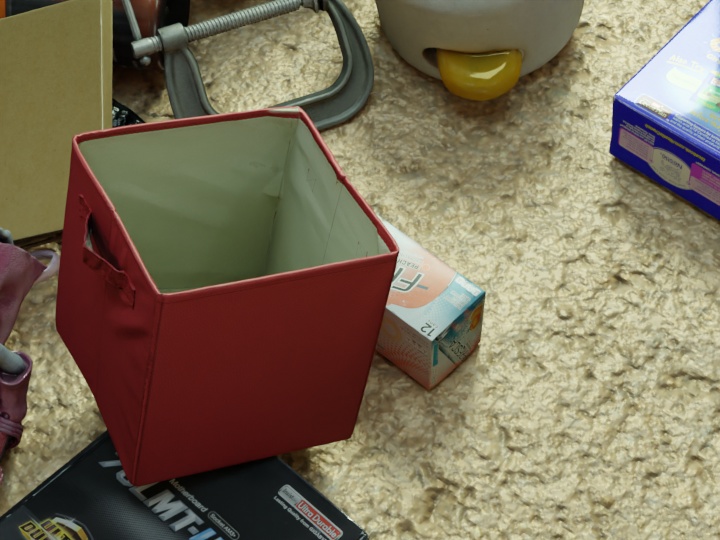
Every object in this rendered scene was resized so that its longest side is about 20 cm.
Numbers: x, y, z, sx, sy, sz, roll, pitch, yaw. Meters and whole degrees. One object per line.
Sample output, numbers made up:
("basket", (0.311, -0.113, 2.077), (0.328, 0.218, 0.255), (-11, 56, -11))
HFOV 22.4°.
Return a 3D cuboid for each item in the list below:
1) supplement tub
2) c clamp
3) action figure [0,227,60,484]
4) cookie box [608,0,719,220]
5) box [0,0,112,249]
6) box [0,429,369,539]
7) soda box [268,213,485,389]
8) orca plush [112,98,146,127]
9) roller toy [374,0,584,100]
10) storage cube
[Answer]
("supplement tub", (-0.251, -0.232, 1.536), (0.199, 0.107, 0.107), (9, 54, 8))
("c clamp", (-0.089, -0.183, 1.482), (0.199, 0.027, 0.172), (-13, 97, -13))
("action figure", (-0.289, 0.077, 1.335), (0.134, 0.149, 0.201), (-24, 71, 20))
("cookie box", (0.327, -0.135, 1.464), (0.171, 0.075, 0.200), (34, 62, 24))
("box", (-0.269, -0.111, 1.437), (0.163, 0.021, 0.201), (-12, 66, 19))
("box", (-0.130, 0.196, 1.253), (0.198, 0.050, 0.200), (-40, 62, -23))
("soda box", (0.000, 0.000, 1.377), (0.200, 0.069, 0.064), (36, 61, 24))
("orca plush", (-0.243, -0.124, 1.477), (0.199, 0.071, 0.105), (26, 58, 20))
("roller toy", (0.099, -0.254, 1.520), (0.182, 0.140, 0.200), (-38, 63, -11))
("storage cube", (-0.101, 0.015, 1.256), (0.199, 0.180, 0.171), (-11, 45, -26))
